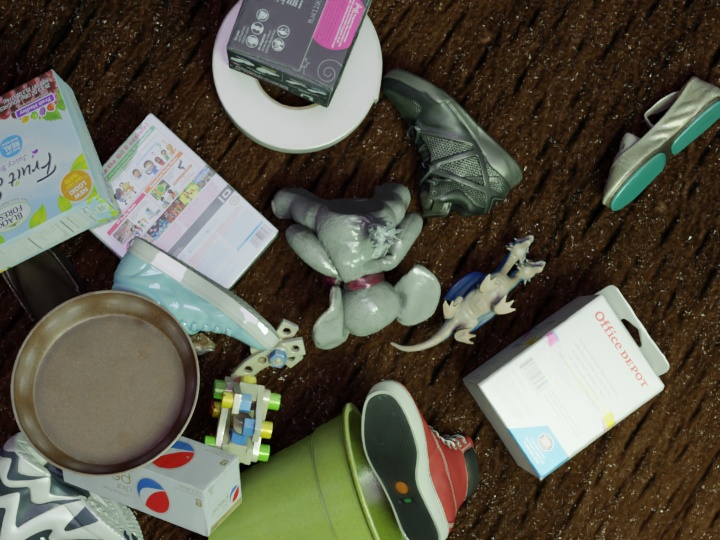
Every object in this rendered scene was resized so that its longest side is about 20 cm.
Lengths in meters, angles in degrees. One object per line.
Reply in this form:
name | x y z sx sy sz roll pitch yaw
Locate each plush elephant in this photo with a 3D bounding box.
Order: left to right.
plush elephant | 0.000 0.000 1.572 0.163 0.200 0.157 -6 110 -16

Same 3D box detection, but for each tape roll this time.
tape roll | -0.073 -0.238 1.630 0.200 0.037 0.206 0 87 -4

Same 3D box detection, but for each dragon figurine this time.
dragon figurine | 0.132 0.038 1.623 0.199 0.099 0.059 -39 93 14

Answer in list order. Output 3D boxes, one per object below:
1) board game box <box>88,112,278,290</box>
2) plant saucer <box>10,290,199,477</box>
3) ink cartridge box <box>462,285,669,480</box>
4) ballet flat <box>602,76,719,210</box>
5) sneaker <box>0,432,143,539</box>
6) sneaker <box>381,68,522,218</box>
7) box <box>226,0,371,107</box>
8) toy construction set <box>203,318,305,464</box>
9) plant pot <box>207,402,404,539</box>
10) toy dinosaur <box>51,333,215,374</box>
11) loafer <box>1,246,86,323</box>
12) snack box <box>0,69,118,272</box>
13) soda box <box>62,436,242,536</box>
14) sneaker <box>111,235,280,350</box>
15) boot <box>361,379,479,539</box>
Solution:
board game box | -0.214 -0.056 1.599 0.200 0.064 0.148 43 86 -2
plant saucer | -0.267 0.121 1.478 0.197 0.035 0.203 0 71 1
ink cartridge box | 0.238 0.122 1.595 0.199 0.125 0.129 -34 91 -5
ballet flat | 0.345 -0.151 1.655 0.200 0.068 0.062 -41 63 -8
sneaker | -0.350 0.288 1.574 0.199 0.080 0.130 39 105 -22
sneaker | 0.083 -0.137 1.618 0.199 0.076 0.114 44 79 -7
box | -0.057 -0.304 1.559 0.131 0.115 0.202 21 85 -2
toy construction set | -0.125 0.138 1.552 0.091 0.201 0.132 16 121 3
plant pot | -0.067 0.272 1.549 0.188 0.200 0.202 -19 89 6
toy dinosaur | -0.254 0.130 1.583 0.199 0.060 0.107 -22 95 -34
loafer | -0.340 0.037 1.581 0.073 0.071 0.201 -39 91 -5
snack box | -0.389 -0.099 1.548 0.198 0.068 0.170 -25 70 5
soda box | -0.226 0.213 1.502 0.198 0.068 0.064 15 124 26
sneaker | -0.184 0.046 1.535 0.199 0.074 0.082 32 91 11
boot | 0.073 0.190 1.572 0.072 0.144 0.202 -5 114 32
